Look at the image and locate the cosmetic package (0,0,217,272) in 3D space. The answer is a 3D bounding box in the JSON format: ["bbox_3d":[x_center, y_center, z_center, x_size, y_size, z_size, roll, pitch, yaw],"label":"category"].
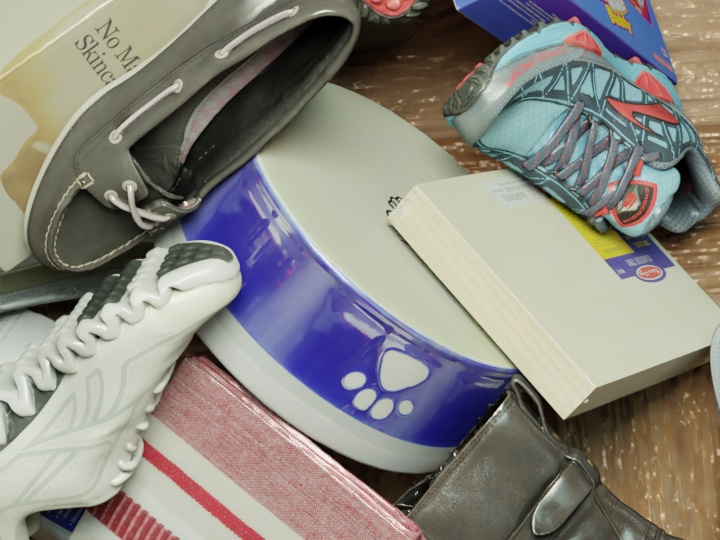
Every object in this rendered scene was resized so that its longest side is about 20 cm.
[{"bbox_3d":[-0.123,-0.102,1.212,0.200,0.105,0.071,-36,46,2],"label":"cosmetic package"}]

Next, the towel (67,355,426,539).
[{"bbox_3d":[-0.076,0.157,1.231,0.144,0.023,0.200,39,110,12],"label":"towel"}]

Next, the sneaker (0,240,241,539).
[{"bbox_3d":[-0.123,0.059,1.195,0.200,0.075,0.081,-37,98,23],"label":"sneaker"}]

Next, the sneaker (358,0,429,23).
[{"bbox_3d":[0.004,-0.221,1.239,0.079,0.096,0.200,-11,99,9],"label":"sneaker"}]

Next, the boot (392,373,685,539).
[{"bbox_3d":[0.079,0.169,1.224,0.174,0.069,0.200,33,97,-3],"label":"boot"}]

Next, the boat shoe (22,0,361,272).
[{"bbox_3d":[-0.079,-0.066,1.174,0.200,0.067,0.057,-46,43,11],"label":"boat shoe"}]

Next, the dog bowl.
[{"bbox_3d":[0.000,0.000,1.264,0.079,0.200,0.200,-47,73,25],"label":"dog bowl"}]

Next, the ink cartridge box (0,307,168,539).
[{"bbox_3d":[-0.127,0.099,1.300,0.200,0.039,0.099,30,69,10],"label":"ink cartridge box"}]

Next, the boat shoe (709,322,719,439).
[{"bbox_3d":[0.217,0.116,1.298,0.072,0.062,0.200,-6,86,15],"label":"boat shoe"}]

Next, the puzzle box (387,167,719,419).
[{"bbox_3d":[0.107,0.004,1.286,0.133,0.200,0.025,49,115,16],"label":"puzzle box"}]

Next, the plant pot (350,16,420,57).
[{"bbox_3d":[-0.079,-0.182,1.345,0.198,0.200,0.200,-9,68,-14],"label":"plant pot"}]

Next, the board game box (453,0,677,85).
[{"bbox_3d":[0.093,-0.173,1.342,0.045,0.200,0.134,-24,67,21],"label":"board game box"}]

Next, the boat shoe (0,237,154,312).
[{"bbox_3d":[-0.133,-0.018,1.324,0.202,0.065,0.074,-13,49,-33],"label":"boat shoe"}]

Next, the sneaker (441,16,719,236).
[{"bbox_3d":[0.125,-0.066,1.303,0.079,0.200,0.096,-46,60,25],"label":"sneaker"}]
